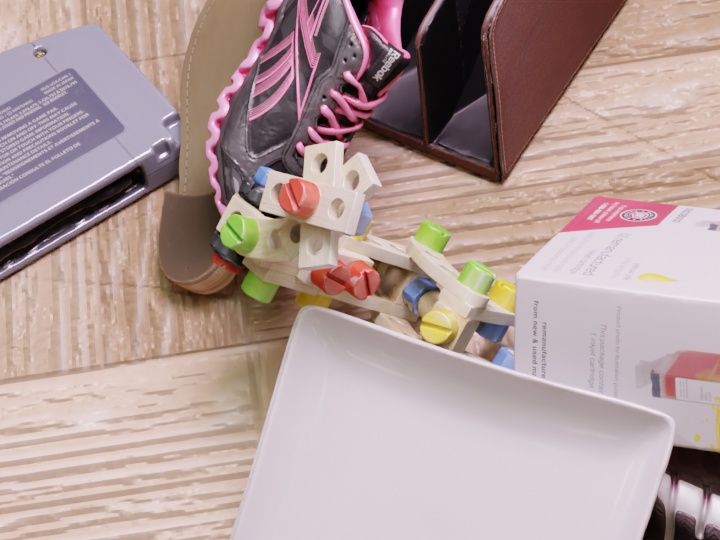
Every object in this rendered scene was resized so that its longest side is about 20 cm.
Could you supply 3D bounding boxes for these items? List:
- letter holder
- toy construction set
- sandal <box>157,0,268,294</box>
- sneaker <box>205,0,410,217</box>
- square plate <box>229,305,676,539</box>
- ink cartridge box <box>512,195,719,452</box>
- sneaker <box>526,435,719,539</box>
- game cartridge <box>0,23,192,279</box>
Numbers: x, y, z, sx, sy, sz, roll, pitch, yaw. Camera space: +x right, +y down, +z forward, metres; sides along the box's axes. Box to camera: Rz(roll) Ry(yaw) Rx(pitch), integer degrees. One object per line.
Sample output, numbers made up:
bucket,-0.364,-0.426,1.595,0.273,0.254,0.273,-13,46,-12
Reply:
letter holder,0.084,-0.181,1.273,0.100,0.142,0.200,23,59,21
toy construction set,0.000,0.000,1.126,0.092,0.200,0.131,-51,49,1
sandal,-0.062,-0.082,1.270,0.077,0.070,0.212,2,72,35
sneaker,-0.019,-0.101,1.189,0.095,0.079,0.201,7,80,43
square plate,0.035,0.138,1.062,0.199,0.028,0.199,17,89,17
ink cartridge box,0.192,0.029,1.087,0.199,0.084,0.145,7,20,21
sneaker,0.177,0.102,1.106,0.199,0.076,0.116,22,48,15
game cartridge,-0.212,-0.064,1.285,0.200,0.042,0.133,-32,52,-17
